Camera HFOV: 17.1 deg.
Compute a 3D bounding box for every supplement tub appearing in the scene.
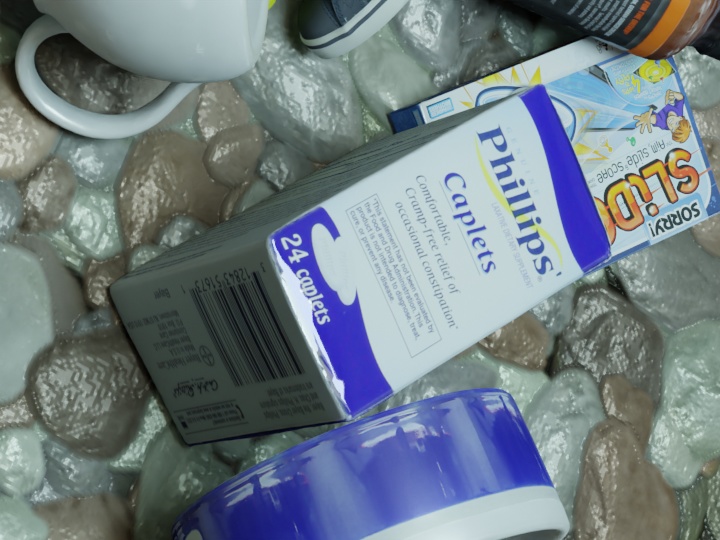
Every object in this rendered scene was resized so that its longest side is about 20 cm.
[{"bbox_3d":[0.148,-0.192,1.425,0.199,0.107,0.108,22,72,-13],"label":"supplement tub"}]

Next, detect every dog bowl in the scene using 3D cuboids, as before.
[{"bbox_3d":[0.004,0.137,1.253,0.199,0.200,0.079,-12,73,-33],"label":"dog bowl"}]

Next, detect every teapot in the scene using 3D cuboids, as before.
[{"bbox_3d":[-0.121,-0.187,1.221,0.145,0.197,0.202,2,79,3],"label":"teapot"}]

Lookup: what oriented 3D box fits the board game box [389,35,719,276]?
[{"bbox_3d":[0.123,-0.065,1.459,0.199,0.034,0.136,-24,97,-33],"label":"board game box"}]

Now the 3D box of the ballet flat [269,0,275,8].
[{"bbox_3d":[-0.079,-0.242,1.331,0.067,0.067,0.201,-22,96,-40],"label":"ballet flat"}]

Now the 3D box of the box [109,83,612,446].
[{"bbox_3d":[0.000,0.000,1.282,0.199,0.184,0.105,-30,99,-31],"label":"box"}]

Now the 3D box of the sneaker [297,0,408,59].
[{"bbox_3d":[0.019,-0.209,1.335,0.079,0.200,0.079,35,23,-26],"label":"sneaker"}]
